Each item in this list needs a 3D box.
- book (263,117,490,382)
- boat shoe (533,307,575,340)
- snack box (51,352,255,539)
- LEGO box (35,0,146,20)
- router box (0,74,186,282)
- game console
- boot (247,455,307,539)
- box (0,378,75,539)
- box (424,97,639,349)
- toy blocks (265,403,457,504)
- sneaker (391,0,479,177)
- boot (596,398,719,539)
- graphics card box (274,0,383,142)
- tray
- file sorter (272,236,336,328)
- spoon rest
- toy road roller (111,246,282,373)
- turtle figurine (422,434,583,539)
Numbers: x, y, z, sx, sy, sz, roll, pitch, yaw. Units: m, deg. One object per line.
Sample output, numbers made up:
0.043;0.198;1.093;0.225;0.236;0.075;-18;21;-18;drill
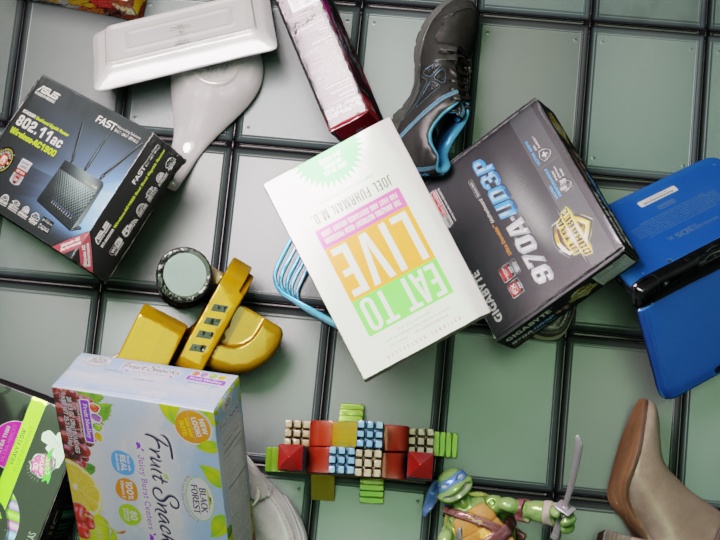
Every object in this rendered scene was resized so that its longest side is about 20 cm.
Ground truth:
0.015;-0.019;1.340;0.133;0.048;0.201;-28;83;-1;book
0.196;-0.031;1.518;0.071;0.065;0.202;7;82;4;boat shoe
-0.192;0.187;1.397;0.167;0.068;0.202;8;122;17;snack box
-0.291;-0.386;1.591;0.147;0.077;0.202;11;82;4;LEGO box
-0.295;-0.098;1.511;0.199;0.062;0.151;28;82;36;router box
0.336;0.004;1.502;0.199;0.119;0.171;-24;49;-21;game console
-0.132;0.220;1.476;0.073;0.096;0.200;-42;80;1;boot
-0.361;0.217;1.477;0.147;0.124;0.202;19;84;5;box
0.165;-0.048;1.475;0.158;0.046;0.201;-36;59;19;box
-0.002;0.179;1.458;0.198;0.137;0.101;3;81;3;toy blocks
0.091;-0.188;1.531;0.082;0.073;0.202;14;83;45;sneaker
0.320;0.245;1.474;0.145;0.070;0.202;17;83;-1;boot
-0.037;-0.231;1.530;0.050;0.125;0.202;-25;80;8;graphics card box
-0.190;-0.250;1.563;0.198;0.022;0.108;-13;44;1;tray
0.000;0.000;1.458;0.138;0.200;0.123;28;87;7;file sorter
-0.174;-0.171;1.570;0.099;0.061;0.201;23;70;5;spoon rest
-0.168;0.079;1.494;0.145;0.123;0.201;29;83;-4;toy road roller
0.145;0.284;1.418;0.144;0.199;0.195;-39;104;-41;turtle figurine
